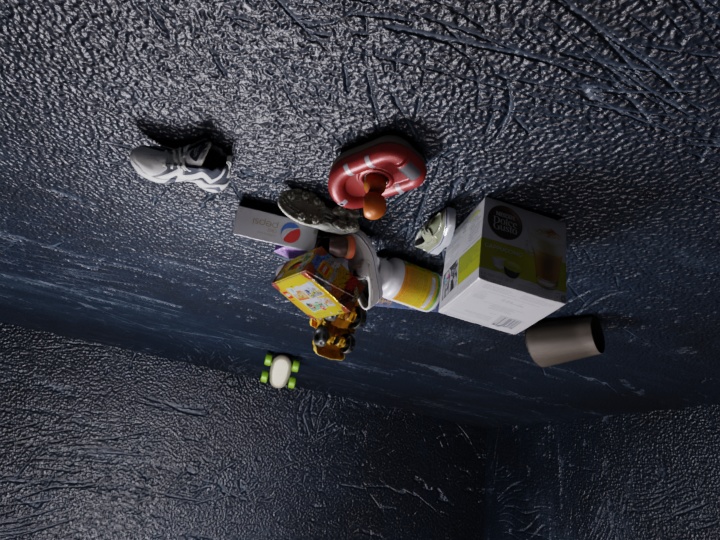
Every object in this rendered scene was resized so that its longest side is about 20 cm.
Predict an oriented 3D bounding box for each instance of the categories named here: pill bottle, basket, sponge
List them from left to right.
[{"bbox_3d":[-0.125,-0.038,1.501,0.110,0.030,0.198,-16,147,43],"label":"sponge"},{"bbox_3d":[0.114,0.032,1.482,0.197,0.113,0.111,19,154,-25],"label":"pill bottle"},{"bbox_3d":[0.647,0.219,1.730,0.198,0.138,0.179,-17,142,38],"label":"basket"}]

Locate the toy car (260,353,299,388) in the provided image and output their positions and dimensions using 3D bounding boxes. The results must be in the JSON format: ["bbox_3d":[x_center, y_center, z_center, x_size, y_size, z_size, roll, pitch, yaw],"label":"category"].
[{"bbox_3d":[-0.381,0.464,2.661,0.161,0.161,0.200,14,-175,-6],"label":"toy car"}]

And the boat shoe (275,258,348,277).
[{"bbox_3d":[-0.123,-0.001,1.468,0.196,0.073,0.066,-11,-175,7],"label":"boat shoe"}]

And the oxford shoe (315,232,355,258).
[{"bbox_3d":[-0.082,-0.062,1.338,0.071,0.073,0.199,2,178,-25],"label":"oxford shoe"}]

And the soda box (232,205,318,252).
[{"bbox_3d":[-0.201,-0.098,1.316,0.196,0.069,0.064,13,-178,-12],"label":"soda box"}]

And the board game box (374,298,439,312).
[{"bbox_3d":[0.136,0.089,1.635,0.196,0.035,0.135,6,-176,5],"label":"board game box"}]

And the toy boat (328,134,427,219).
[{"bbox_3d":[0.026,-0.158,1.047,0.198,0.133,0.130,-13,149,39],"label":"toy boat"}]

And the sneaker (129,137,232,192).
[{"bbox_3d":[-0.344,-0.222,1.084,0.196,0.081,0.129,18,154,-23],"label":"sneaker"}]

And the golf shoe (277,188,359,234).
[{"bbox_3d":[-0.102,-0.120,1.254,0.197,0.080,0.097,18,161,-21],"label":"golf shoe"}]

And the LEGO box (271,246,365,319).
[{"bbox_3d":[-0.106,0.036,1.338,0.149,0.078,0.199,42,152,-19],"label":"LEGO box"}]

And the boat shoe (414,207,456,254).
[{"bbox_3d":[0.168,-0.084,1.252,0.061,0.073,0.200,7,160,-4],"label":"boat shoe"}]

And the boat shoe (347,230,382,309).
[{"bbox_3d":[0.000,0.000,1.360,0.071,0.066,0.203,4,119,31],"label":"boat shoe"}]

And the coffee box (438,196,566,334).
[{"bbox_3d":[0.308,-0.006,1.206,0.196,0.201,0.200,16,153,-9],"label":"coffee box"}]

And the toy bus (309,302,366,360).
[{"bbox_3d":[-0.096,0.151,1.724,0.134,0.203,0.191,21,-176,-38],"label":"toy bus"}]
